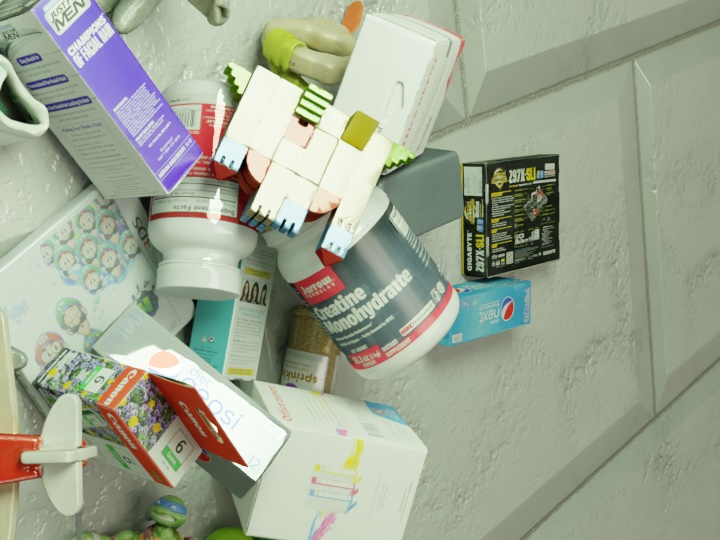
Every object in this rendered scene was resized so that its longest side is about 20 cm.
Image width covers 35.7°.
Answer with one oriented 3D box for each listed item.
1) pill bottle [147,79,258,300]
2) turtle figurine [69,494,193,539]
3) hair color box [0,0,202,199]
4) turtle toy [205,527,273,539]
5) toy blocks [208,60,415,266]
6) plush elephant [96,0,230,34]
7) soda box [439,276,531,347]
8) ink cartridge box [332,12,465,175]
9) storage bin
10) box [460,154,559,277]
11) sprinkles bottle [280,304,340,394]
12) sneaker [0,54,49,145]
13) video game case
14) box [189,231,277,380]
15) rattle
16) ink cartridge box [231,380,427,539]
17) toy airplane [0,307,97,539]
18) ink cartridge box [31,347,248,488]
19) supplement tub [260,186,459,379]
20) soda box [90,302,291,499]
[{"bbox_3d":[-0.154,-0.077,1.119,0.111,0.111,0.204,14,76,-49],"label":"pill bottle"},{"bbox_3d":[-0.228,0.320,1.090,0.141,0.200,0.198,16,87,-14],"label":"turtle figurine"},{"bbox_3d":[-0.243,-0.161,1.010,0.065,0.108,0.201,-55,126,-30],"label":"hair color box"},{"bbox_3d":[-0.083,0.340,1.258,0.101,0.197,0.148,-75,-173,-72],"label":"turtle toy"},{"bbox_3d":[-0.065,-0.093,1.061,0.198,0.100,0.139,28,75,-12],"label":"toy blocks"},{"bbox_3d":[-0.188,-0.305,1.033,0.198,0.153,0.168,-22,111,-45],"label":"plush elephant"},{"bbox_3d":[0.158,0.054,1.557,0.198,0.067,0.066,-10,103,-49],"label":"soda box"},{"bbox_3d":[0.039,-0.194,1.205,0.200,0.084,0.148,-45,157,-73],"label":"ink cartridge box"},{"bbox_3d":[0.027,-0.079,1.335,0.198,0.133,0.148,-23,112,-44],"label":"storage bin"},{"bbox_3d":[0.222,-0.083,1.628,0.198,0.049,0.163,-13,102,-48],"label":"box"},{"bbox_3d":[-0.064,0.145,1.310,0.068,0.067,0.204,14,84,-49],"label":"sprinkles bottle"},{"bbox_3d":[-0.338,-0.178,0.936,0.200,0.079,0.071,43,66,-42],"label":"sneaker"},{"bbox_3d":[-0.264,0.031,1.093,0.200,0.023,0.184,-47,128,-34],"label":"video game case"},{"bbox_3d":[-0.134,0.014,1.207,0.082,0.048,0.204,18,81,-68],"label":"box"},{"bbox_3d":[-0.045,-0.221,1.284,0.200,0.128,0.146,-58,152,-63],"label":"rattle"},{"bbox_3d":[-0.051,0.209,1.202,0.196,0.129,0.128,12,100,-18],"label":"ink cartridge box"},{"bbox_3d":[-0.323,0.158,0.955,0.199,0.141,0.200,44,73,-7],"label":"toy airplane"},{"bbox_3d":[-0.201,0.138,1.009,0.051,0.198,0.110,-50,129,-29],"label":"ink cartridge box"},{"bbox_3d":[0.000,0.000,1.187,0.201,0.139,0.141,52,55,-14],"label":"supplement tub"},{"bbox_3d":[-0.165,0.125,1.069,0.199,0.068,0.064,39,58,1],"label":"soda box"}]
